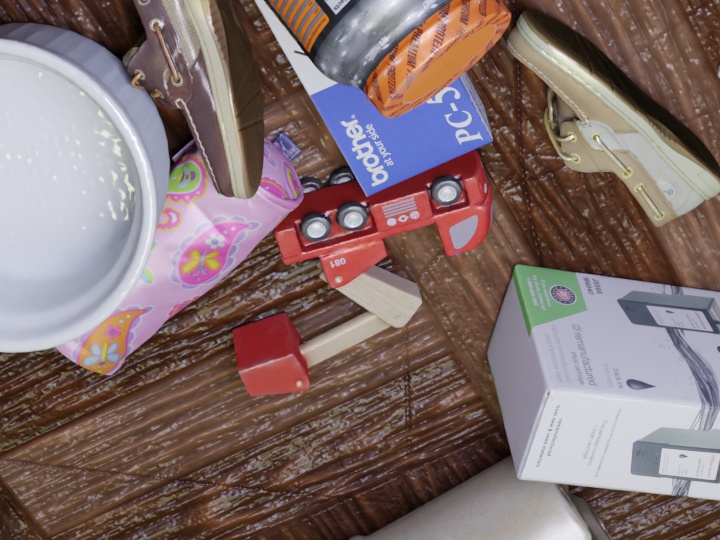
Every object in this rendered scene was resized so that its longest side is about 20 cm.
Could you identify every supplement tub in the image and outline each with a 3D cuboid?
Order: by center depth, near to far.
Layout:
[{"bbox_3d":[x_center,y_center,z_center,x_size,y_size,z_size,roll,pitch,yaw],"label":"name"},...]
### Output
[{"bbox_3d":[-0.009,-0.195,1.546,0.122,0.122,0.200,-41,80,22],"label":"supplement tub"}]

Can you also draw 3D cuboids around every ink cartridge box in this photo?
[{"bbox_3d":[0.003,-0.148,1.687,0.094,0.044,0.200,-24,125,10],"label":"ink cartridge box"},{"bbox_3d":[0.201,0.080,1.825,0.199,0.146,0.084,7,124,-13],"label":"ink cartridge box"}]

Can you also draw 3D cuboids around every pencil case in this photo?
[{"bbox_3d":[-0.128,-0.019,1.748,0.087,0.088,0.200,36,114,-29],"label":"pencil case"}]

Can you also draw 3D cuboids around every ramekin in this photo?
[{"bbox_3d":[-0.214,-0.058,1.657,0.200,0.098,0.201,3,109,9],"label":"ramekin"}]

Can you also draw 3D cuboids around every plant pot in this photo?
[{"bbox_3d":[0.093,0.231,1.910,0.183,0.201,0.201,-37,124,6],"label":"plant pot"}]

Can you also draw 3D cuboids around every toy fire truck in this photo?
[{"bbox_3d":[0.000,0.000,1.797,0.199,0.049,0.141,-16,128,3],"label":"toy fire truck"}]

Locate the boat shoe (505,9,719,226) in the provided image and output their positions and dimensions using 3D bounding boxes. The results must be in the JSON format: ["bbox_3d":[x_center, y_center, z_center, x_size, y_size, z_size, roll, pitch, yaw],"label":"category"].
[{"bbox_3d":[0.158,-0.093,1.734,0.066,0.074,0.200,-43,121,16],"label":"boat shoe"}]

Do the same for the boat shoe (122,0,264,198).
[{"bbox_3d":[-0.112,-0.137,1.646,0.072,0.072,0.201,-11,107,15],"label":"boat shoe"}]

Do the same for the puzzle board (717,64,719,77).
[{"bbox_3d":[0.358,-0.151,1.755,0.200,0.017,0.151,-40,122,21],"label":"puzzle board"}]
